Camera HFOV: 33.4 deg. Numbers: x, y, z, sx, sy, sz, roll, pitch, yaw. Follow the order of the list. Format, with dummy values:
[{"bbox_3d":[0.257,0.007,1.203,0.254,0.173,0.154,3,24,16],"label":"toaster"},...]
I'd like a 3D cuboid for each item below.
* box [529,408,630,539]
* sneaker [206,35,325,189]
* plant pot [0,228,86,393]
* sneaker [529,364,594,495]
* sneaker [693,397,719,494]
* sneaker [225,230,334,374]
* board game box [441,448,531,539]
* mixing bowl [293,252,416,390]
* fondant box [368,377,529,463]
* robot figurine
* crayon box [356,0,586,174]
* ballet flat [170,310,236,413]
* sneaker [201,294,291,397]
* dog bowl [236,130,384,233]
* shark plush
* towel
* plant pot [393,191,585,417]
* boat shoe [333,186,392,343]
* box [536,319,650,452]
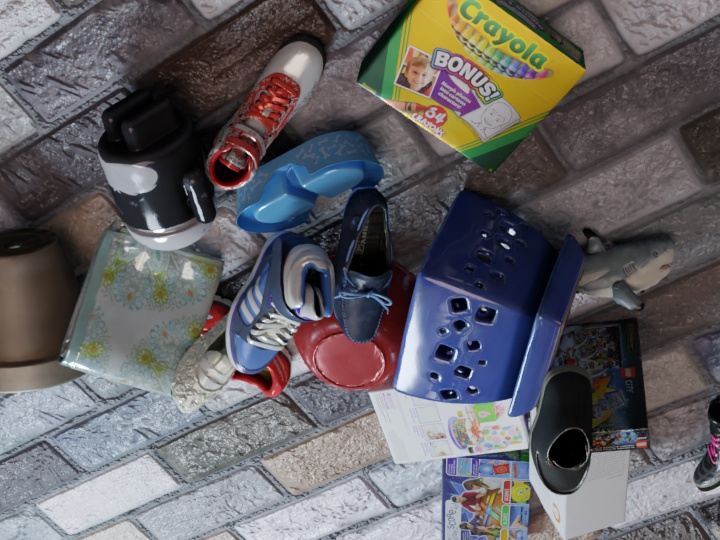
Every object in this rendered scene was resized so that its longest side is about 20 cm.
[{"bbox_3d":[0.300,0.250,1.653,0.097,0.125,0.201,-13,128,-11],"label":"box"},{"bbox_3d":[-0.112,-0.179,1.416,0.067,0.108,0.201,34,124,-17],"label":"sneaker"},{"bbox_3d":[-0.453,0.044,1.602,0.199,0.200,0.174,0,111,9],"label":"plant pot"},{"bbox_3d":[0.235,0.217,1.410,0.075,0.106,0.200,0,129,9],"label":"sneaker"},{"bbox_3d":[0.505,0.223,1.652,0.087,0.074,0.200,23,122,-9],"label":"sneaker"},{"bbox_3d":[-0.096,0.055,1.487,0.080,0.146,0.201,17,99,-29],"label":"sneaker"},{"bbox_3d":[0.189,0.345,1.812,0.135,0.035,0.201,3,126,6],"label":"board game box"},{"bbox_3d":[-0.009,0.087,1.603,0.199,0.109,0.201,5,128,6],"label":"mixing bowl"},{"bbox_3d":[0.127,0.193,1.694,0.199,0.058,0.145,-8,125,15],"label":"fondant box"},{"bbox_3d":[-0.246,-0.120,1.469,0.124,0.150,0.200,-12,128,2],"label":"robot figurine"},{"bbox_3d":[0.126,-0.233,1.371,0.200,0.058,0.173,32,125,-15],"label":"crayon box"},{"bbox_3d":[-0.176,0.101,1.585,0.072,0.200,0.072,29,154,15],"label":"ballet flat"},{"bbox_3d":[-0.178,0.105,1.654,0.200,0.085,0.077,33,124,-16],"label":"sneaker"},{"bbox_3d":[-0.068,-0.109,1.471,0.200,0.050,0.111,-26,158,24],"label":"dog bowl"},{"bbox_3d":[0.295,-0.016,1.531,0.199,0.091,0.084,14,110,23],"label":"shark plush"},{"bbox_3d":[-0.284,0.052,1.571,0.171,0.048,0.201,20,88,-25],"label":"towel"},{"bbox_3d":[0.163,0.049,1.469,0.179,0.200,0.200,17,129,11],"label":"plant pot"},{"bbox_3d":[0.000,0.000,1.473,0.084,0.069,0.201,-9,111,-15],"label":"boat shoe"},{"bbox_3d":[0.296,0.149,1.544,0.136,0.200,0.038,-6,128,13],"label":"box"}]
